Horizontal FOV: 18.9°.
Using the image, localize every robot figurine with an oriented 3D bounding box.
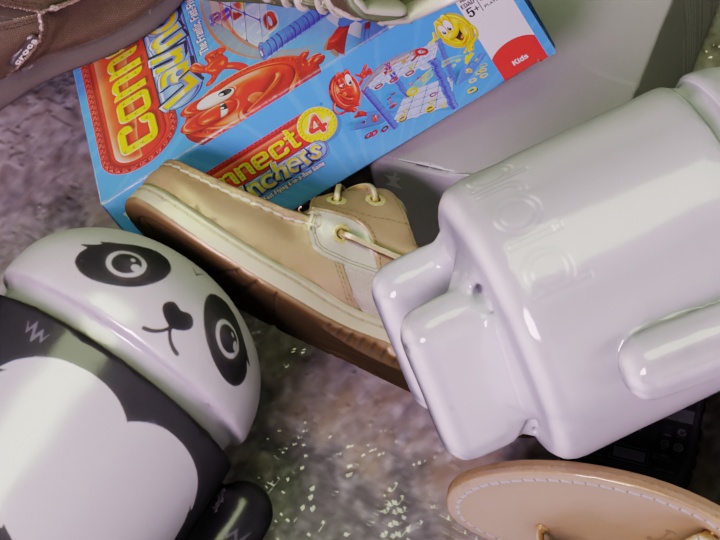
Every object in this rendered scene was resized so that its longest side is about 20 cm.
[{"bbox_3d":[-0.123,0.078,0.853,0.124,0.150,0.200,24,71,32],"label":"robot figurine"},{"bbox_3d":[0.107,-0.004,0.813,0.199,0.113,0.170,-25,32,-5],"label":"robot figurine"}]

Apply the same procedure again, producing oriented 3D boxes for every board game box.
[{"bbox_3d":[-0.033,-0.116,0.972,0.195,0.056,0.200,-31,38,8],"label":"board game box"}]

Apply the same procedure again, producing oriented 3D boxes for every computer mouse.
[{"bbox_3d":[0.125,0.032,0.924,0.058,0.034,0.201,15,50,8],"label":"computer mouse"}]

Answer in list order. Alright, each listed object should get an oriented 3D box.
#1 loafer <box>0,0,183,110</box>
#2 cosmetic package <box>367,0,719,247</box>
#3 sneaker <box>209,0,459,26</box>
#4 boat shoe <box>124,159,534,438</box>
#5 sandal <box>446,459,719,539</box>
[{"bbox_3d":[-0.147,-0.123,0.941,0.200,0.071,0.073,-39,52,-19],"label":"loafer"},{"bbox_3d":[0.089,-0.091,0.983,0.106,0.090,0.201,15,60,20],"label":"cosmetic package"},{"bbox_3d":[-0.005,-0.135,0.864,0.199,0.067,0.090,-12,39,25],"label":"sneaker"},{"bbox_3d":[0.000,0.000,0.895,0.199,0.074,0.067,28,78,-12],"label":"boat shoe"},{"bbox_3d":[0.128,0.131,0.820,0.210,0.078,0.070,12,57,9],"label":"sandal"}]
